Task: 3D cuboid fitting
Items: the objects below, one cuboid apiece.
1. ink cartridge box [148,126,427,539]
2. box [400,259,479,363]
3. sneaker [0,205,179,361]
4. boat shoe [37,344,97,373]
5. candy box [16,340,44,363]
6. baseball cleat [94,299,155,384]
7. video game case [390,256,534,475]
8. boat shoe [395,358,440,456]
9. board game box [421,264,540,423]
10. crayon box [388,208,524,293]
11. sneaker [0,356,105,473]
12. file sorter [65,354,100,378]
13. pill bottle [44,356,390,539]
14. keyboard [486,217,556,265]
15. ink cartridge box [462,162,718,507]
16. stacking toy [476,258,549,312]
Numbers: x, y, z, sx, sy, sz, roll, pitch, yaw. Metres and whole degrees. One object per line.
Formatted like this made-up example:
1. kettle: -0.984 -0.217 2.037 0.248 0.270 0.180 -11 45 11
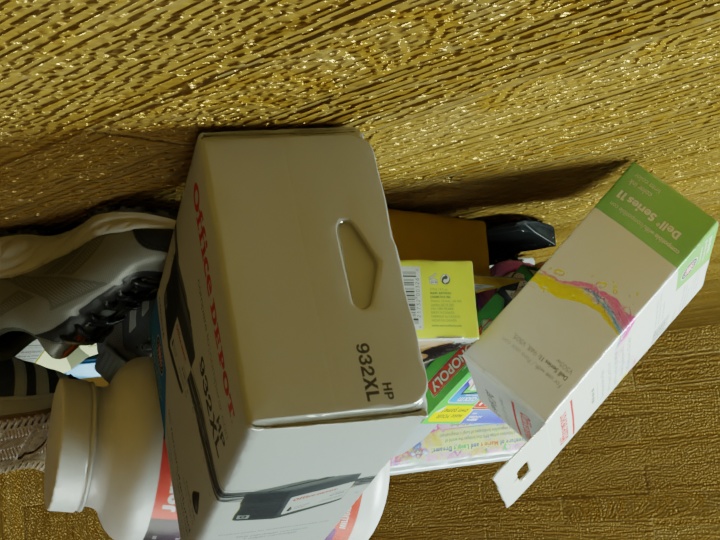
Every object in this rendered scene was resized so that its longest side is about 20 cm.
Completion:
1. ink cartridge box: -0.047 0.044 0.589 0.083 0.146 0.200 -3 153 -19
2. box: 0.005 0.039 0.761 0.074 0.051 0.200 0 168 -16
3. sneaker: -0.152 0.008 0.701 0.199 0.080 0.074 -12 168 29
4. boat shoe: -0.202 0.032 0.932 0.200 0.063 0.074 -17 133 -8
5. candy box: -0.279 0.032 0.788 0.102 0.026 0.199 -48 154 21
6. baseball cleat: -0.117 0.030 0.783 0.069 0.108 0.199 5 165 -35
7. video game case: 0.076 0.083 1.057 0.198 0.184 0.024 -3 176 -25
8. boat shoe: 0.032 0.074 0.906 0.071 0.070 0.201 -31 158 -18
9. board game box: 0.134 0.061 0.885 0.199 0.029 0.135 8 127 -53
10. crayon box: 0.000 0.000 0.820 0.125 0.052 0.199 5 165 -37
11. sneaker: -0.236 0.078 0.772 0.070 0.108 0.200 -53 159 13
12. file sorter: -0.239 0.116 1.069 0.138 0.124 0.199 -3 -170 -34
13. pill bottle: -0.088 0.114 0.726 0.198 0.114 0.112 7 169 -20
14. keyboard: 0.058 -0.014 0.939 0.198 0.021 0.127 -8 167 24
15. ink cartridge box: 0.129 0.044 0.733 0.200 0.067 0.117 -47 159 -8
16. stacking toy: 0.117 0.035 0.948 0.115 0.111 0.200 6 154 -17
